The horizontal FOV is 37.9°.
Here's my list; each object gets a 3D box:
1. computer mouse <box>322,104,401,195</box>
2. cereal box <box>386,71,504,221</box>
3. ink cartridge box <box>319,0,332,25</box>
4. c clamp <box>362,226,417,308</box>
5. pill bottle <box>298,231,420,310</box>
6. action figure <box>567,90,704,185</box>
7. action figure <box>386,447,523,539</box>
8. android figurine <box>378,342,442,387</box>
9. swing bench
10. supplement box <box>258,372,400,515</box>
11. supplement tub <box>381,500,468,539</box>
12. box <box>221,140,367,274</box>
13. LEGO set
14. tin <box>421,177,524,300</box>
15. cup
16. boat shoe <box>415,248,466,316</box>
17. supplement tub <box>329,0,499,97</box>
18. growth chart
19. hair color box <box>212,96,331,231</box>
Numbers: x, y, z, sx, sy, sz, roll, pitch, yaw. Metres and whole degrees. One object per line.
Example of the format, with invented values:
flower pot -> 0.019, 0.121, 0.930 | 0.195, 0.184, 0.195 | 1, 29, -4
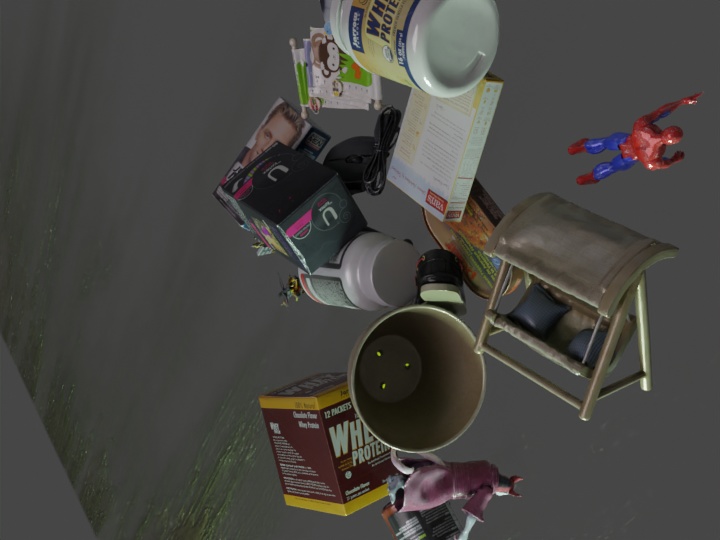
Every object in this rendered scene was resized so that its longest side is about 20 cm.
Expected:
computer mouse -> -0.014, -0.166, 1.585 | 0.199, 0.052, 0.140 | -19, 54, 62
cereal box -> 0.110, -0.186, 1.413 | 0.144, 0.039, 0.202 | 43, 126, 45
ink cartridge box -> 0.004, -0.422, 1.501 | 0.199, 0.040, 0.203 | -19, 88, 56
c clamp -> 0.027, -0.031, 1.645 | 0.199, 0.027, 0.173 | 32, 128, 44
pill bottle -> 0.000, 0.000, 1.575 | 0.199, 0.115, 0.118 | 6, 109, 57
action figure -> 0.319, -0.144, 1.172 | 0.200, 0.098, 0.066 | 174, 76, -77
action figure -> 0.137, 0.296, 1.513 | 0.135, 0.197, 0.151 | -93, 1, -60
android figurine -> 0.093, 0.154, 1.617 | 0.199, 0.041, 0.184 | -31, 80, 51
swing bench -> 0.253, 0.035, 1.271 | 0.198, 0.129, 0.203 | 30, 127, 45
supplement box -> -0.051, 0.290, 1.797 | 0.196, 0.132, 0.203 | -9, 97, 55
supplement tub -> 0.120, 0.441, 1.646 | 0.202, 0.106, 0.107 | 62, 144, 16
box -> -0.102, -0.098, 1.573 | 0.199, 0.122, 0.107 | 32, 159, 52
LEGO set -> -0.113, -0.046, 1.740 | 0.154, 0.115, 0.203 | -36, 69, 57
tin -> 0.155, -0.052, 1.451 | 0.201, 0.041, 0.112 | 56, 138, 23
cup -> 0.061, 0.147, 1.498 | 0.143, 0.198, 0.203 | -178, 73, -72
boat shoe -> 0.113, 0.024, 1.473 | 0.202, 0.072, 0.064 | 74, -164, -72
supplement tub -> 0.064, -0.310, 1.330 | 0.199, 0.143, 0.146 | 30, 127, 47
growth chart -> -0.036, -0.303, 1.570 | 0.198, 0.018, 0.147 | 6, 115, 47
hair color box -> -0.147, -0.170, 1.715 | 0.100, 0.060, 0.201 | 43, 102, 34
